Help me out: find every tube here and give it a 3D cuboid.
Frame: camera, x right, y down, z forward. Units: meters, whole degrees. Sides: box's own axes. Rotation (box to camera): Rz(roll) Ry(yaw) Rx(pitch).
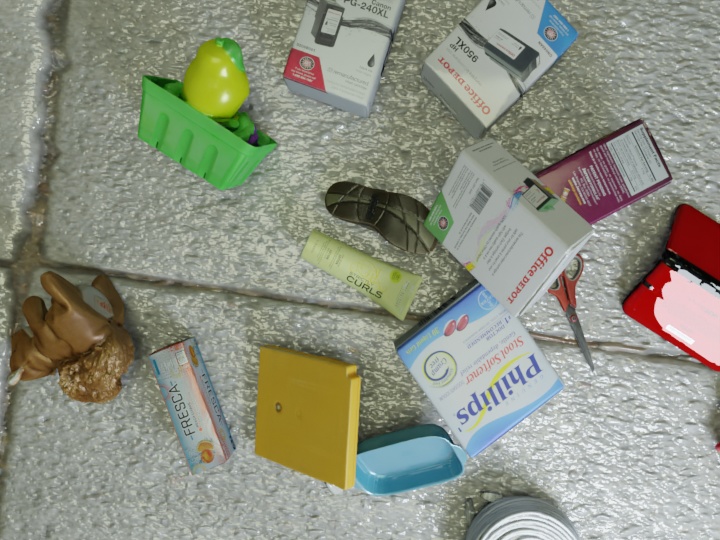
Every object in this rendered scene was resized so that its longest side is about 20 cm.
[{"bbox_3d":[0.000,0.000,0.958,0.197,0.052,0.058,29,132,-4],"label":"tube"}]

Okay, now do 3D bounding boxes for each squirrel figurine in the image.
[{"bbox_3d":[-0.457,0.126,0.930,0.186,0.141,0.201,-39,87,8],"label":"squirrel figurine"}]

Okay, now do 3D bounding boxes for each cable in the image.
[{"bbox_3d":[0.261,0.464,0.943,0.195,0.069,0.205,2,91,2],"label":"cable"}]

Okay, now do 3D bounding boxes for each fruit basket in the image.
[{"bbox_3d":[-0.222,-0.252,0.904,0.210,0.156,0.221,2,104,9],"label":"fruit basket"}]

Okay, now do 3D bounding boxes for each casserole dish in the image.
[{"bbox_3d":[0.069,0.293,0.928,0.196,0.039,0.122,-21,124,17],"label":"casserole dish"}]

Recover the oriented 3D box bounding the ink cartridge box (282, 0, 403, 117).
[{"bbox_3d":[-0.022,-0.367,0.934,0.142,0.083,0.204,19,91,1],"label":"ink cartridge box"}]

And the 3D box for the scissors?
[{"bbox_3d":[0.335,0.067,0.966,0.071,0.014,0.205,-7,91,-1],"label":"scissors"}]

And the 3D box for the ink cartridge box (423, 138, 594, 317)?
[{"bbox_3d":[0.203,-0.061,0.842,0.083,0.146,0.200,-26,64,-38],"label":"ink cartridge box"}]

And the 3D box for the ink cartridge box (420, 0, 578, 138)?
[{"bbox_3d":[0.211,-0.333,0.928,0.200,0.084,0.145,-45,89,2],"label":"ink cartridge box"}]

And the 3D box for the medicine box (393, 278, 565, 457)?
[{"bbox_3d":[0.178,0.144,0.925,0.181,0.103,0.202,-37,89,2],"label":"medicine box"}]

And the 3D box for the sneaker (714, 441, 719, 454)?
[{"bbox_3d":[0.604,0.298,0.935,0.088,0.078,0.205,0,85,10],"label":"sneaker"}]

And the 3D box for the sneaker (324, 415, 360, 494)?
[{"bbox_3d":[-0.035,0.254,0.952,0.079,0.075,0.205,-5,91,-7],"label":"sneaker"}]

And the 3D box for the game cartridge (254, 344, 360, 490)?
[{"bbox_3d":[-0.084,0.218,0.913,0.197,0.032,0.181,6,94,37],"label":"game cartridge"}]

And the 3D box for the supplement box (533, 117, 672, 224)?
[{"bbox_3d":[0.337,-0.127,0.903,0.197,0.131,0.105,-27,90,1],"label":"supplement box"}]

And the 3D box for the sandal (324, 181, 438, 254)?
[{"bbox_3d":[0.035,-0.085,0.956,0.196,0.055,0.083,19,85,16],"label":"sandal"}]

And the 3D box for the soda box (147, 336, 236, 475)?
[{"bbox_3d":[-0.269,0.214,0.956,0.062,0.068,0.204,-20,89,2],"label":"soda box"}]

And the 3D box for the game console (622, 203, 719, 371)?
[{"bbox_3d":[0.547,0.028,0.956,0.198,0.119,0.174,32,122,2],"label":"game console"}]
